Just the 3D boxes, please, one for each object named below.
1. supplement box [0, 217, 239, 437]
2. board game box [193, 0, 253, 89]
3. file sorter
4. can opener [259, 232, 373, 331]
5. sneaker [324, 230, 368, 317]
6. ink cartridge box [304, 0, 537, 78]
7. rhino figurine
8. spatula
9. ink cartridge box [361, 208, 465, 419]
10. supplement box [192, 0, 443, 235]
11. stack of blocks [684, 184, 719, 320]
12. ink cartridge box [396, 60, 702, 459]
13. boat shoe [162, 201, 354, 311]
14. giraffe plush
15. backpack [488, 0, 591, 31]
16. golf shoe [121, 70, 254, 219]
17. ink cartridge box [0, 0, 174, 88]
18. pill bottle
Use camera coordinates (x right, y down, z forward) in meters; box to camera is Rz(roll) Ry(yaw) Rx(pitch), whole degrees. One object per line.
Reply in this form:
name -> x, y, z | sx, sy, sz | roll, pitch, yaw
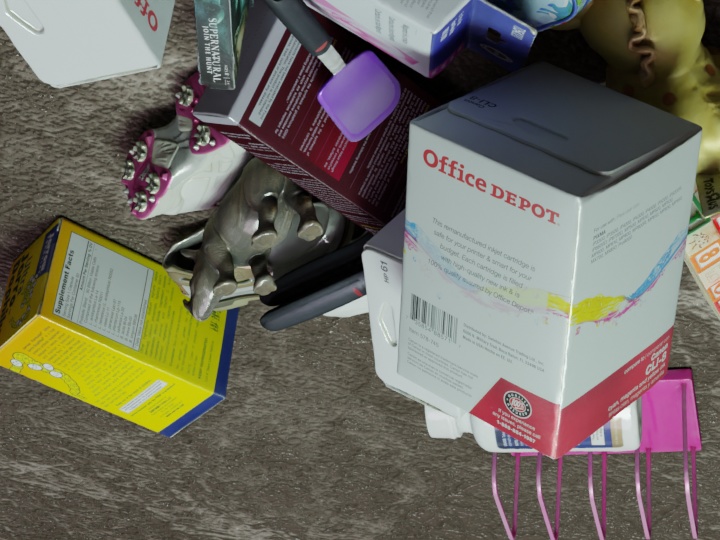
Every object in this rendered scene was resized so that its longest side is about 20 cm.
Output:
supplement box -> -0.227, 0.056, 1.572 | 0.199, 0.110, 0.109 | 27, 141, -26
board game box -> -0.089, -0.235, 1.106 | 0.028, 0.137, 0.201 | 5, 146, 2
file sorter -> 0.234, 0.191, 1.671 | 0.197, 0.127, 0.139 | -3, 145, 14
can opener -> 0.000, 0.000, 1.394 | 0.198, 0.064, 0.079 | -27, 126, 15
sneaker -> 0.031, -0.008, 1.488 | 0.198, 0.075, 0.087 | -17, 159, 32
ink cartridge box -> 0.017, -0.176, 1.114 | 0.199, 0.044, 0.196 | 31, 180, 3
rhino figurine -> -0.098, -0.022, 1.380 | 0.059, 0.088, 0.200 | 10, 144, -30
spatula -> -0.023, -0.151, 1.175 | 0.056, 0.021, 0.200 | -40, 151, 3
ink cartridge box -> 0.098, -0.005, 1.314 | 0.084, 0.200, 0.146 | 24, 140, 34
supplement box -> -0.018, -0.114, 1.283 | 0.199, 0.110, 0.061 | 33, 168, -32
stack of blocks -> 0.315, -0.031, 1.356 | 0.115, 0.059, 0.200 | -33, 145, 7
ink cartridge box -> 0.124, -0.012, 1.136 | 0.145, 0.144, 0.202 | 28, 130, 34
boat shoe -> -0.093, -0.016, 1.475 | 0.199, 0.076, 0.068 | -24, 141, 38
giraffe plush -> 0.202, -0.147, 1.179 | 0.171, 0.200, 0.163 | -25, 114, -1
backpack -> 0.079, -0.242, 1.073 | 0.198, 0.156, 0.163 | 10, 168, -30
golf shoe -> -0.114, -0.108, 1.366 | 0.091, 0.076, 0.200 | 5, 151, -40
ink cartridge box -> -0.173, -0.240, 1.056 | 0.083, 0.202, 0.145 | -7, 143, 20
pill bottle -> 0.163, 0.114, 1.586 | 0.197, 0.112, 0.111 | -2, 145, 12
